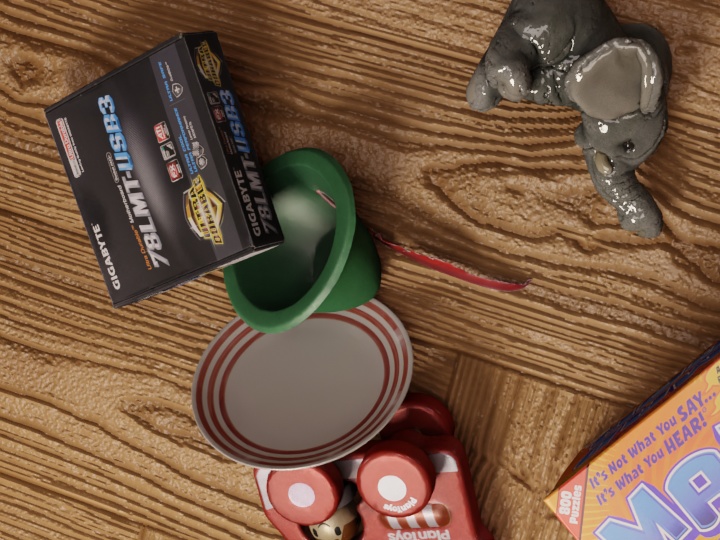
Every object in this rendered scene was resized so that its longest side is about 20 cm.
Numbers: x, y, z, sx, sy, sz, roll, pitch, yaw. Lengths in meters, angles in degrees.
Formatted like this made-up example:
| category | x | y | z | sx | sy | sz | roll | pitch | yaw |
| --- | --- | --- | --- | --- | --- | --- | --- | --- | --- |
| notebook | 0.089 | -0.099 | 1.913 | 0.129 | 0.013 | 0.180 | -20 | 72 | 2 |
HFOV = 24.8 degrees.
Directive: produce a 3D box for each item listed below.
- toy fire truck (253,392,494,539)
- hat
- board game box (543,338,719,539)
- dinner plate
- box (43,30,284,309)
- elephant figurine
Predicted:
| category | x | y | z | sx | sy | sz | roll | pitch | yaw |
| --- | --- | --- | --- | --- | --- | --- | --- | --- | --- |
| toy fire truck | 0.011 | 0.210 | 1.448 | 0.200 | 0.112 | 0.168 | -8 | 111 | 17 |
| hat | 0.000 | 0.000 | 1.472 | 0.166 | 0.176 | 0.200 | -57 | 42 | 15 |
| board game box | 0.299 | 0.179 | 1.306 | 0.200 | 0.200 | 0.200 | -42 | 83 | 16 |
| dinner plate | -0.050 | 0.096 | 1.433 | 0.200 | 0.200 | 0.024 | -1 | 137 | 16 |
| box | -0.178 | -0.087 | 1.464 | 0.198 | 0.050 | 0.200 | -20 | 88 | 38 |
| elephant figurine | 0.201 | -0.152 | 1.350 | 0.200 | 0.155 | 0.142 | 28 | 59 | 1 |
